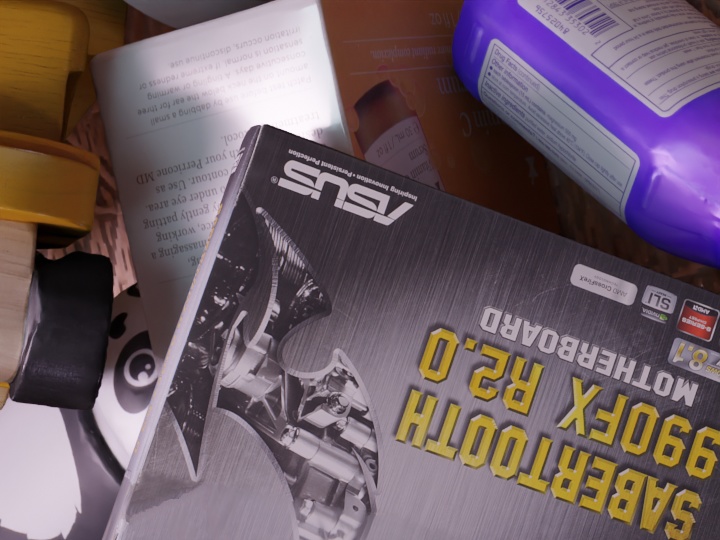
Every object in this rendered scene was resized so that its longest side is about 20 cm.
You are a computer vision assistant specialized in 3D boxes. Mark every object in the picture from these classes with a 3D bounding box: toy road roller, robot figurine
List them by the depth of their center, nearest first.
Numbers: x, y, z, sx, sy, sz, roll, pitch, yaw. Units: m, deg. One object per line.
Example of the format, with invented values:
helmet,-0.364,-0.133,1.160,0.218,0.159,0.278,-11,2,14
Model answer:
toy road roller,-0.154,-0.026,0.988,0.200,0.122,0.147,165,112,-75
robot figurine,-0.097,0.085,1.122,0.200,0.125,0.151,-42,75,34

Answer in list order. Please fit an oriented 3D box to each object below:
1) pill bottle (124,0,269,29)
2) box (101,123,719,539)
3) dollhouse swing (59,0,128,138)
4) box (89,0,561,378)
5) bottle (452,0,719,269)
pill bottle,-0.033,-0.197,1.035,0.116,0.116,0.200,49,123,20
box,0.028,0.058,0.901,0.199,0.048,0.159,21,84,-8
dollhouse swing,-0.211,-0.092,1.113,0.200,0.181,0.176,-48,48,34
box,0.000,0.000,1.013,0.106,0.152,0.201,-13,90,30
bottle,0.122,-0.045,0.951,0.200,0.083,0.065,43,132,32
